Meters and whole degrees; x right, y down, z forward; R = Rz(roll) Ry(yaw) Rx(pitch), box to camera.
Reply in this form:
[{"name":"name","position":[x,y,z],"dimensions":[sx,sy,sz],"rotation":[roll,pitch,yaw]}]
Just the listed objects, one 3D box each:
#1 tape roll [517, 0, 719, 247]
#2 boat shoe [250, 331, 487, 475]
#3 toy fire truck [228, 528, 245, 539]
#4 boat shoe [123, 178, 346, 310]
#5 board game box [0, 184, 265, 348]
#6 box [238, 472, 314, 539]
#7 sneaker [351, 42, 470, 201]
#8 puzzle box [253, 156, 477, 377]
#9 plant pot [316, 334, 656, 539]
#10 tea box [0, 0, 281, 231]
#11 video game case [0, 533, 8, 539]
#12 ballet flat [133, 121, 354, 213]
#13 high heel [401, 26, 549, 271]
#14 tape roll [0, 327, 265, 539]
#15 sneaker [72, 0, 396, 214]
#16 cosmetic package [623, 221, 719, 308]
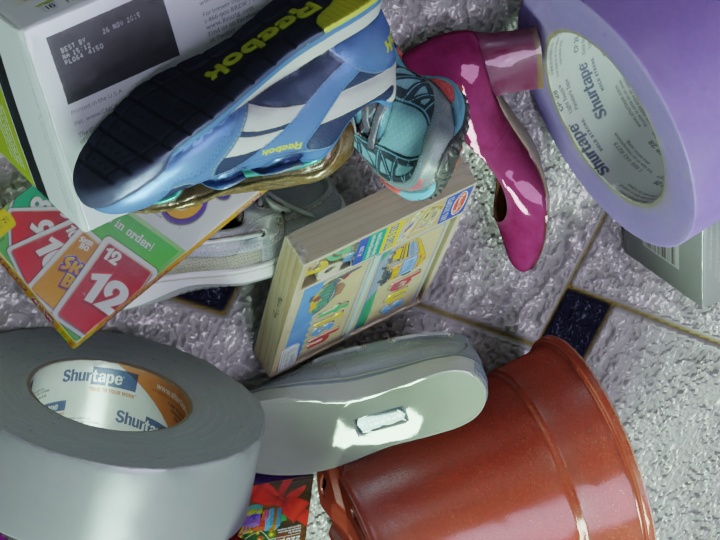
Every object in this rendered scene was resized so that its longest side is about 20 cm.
[{"name":"tape roll","position":[0.198,-0.122,1.483],"dimensions":[0.085,0.200,0.200],"rotation":[-31,127,-16]},{"name":"boat shoe","position":[-0.009,0.090,1.540],"dimensions":[0.200,0.072,0.070],"rotation":[-13,122,4]},{"name":"toy fire truck","position":[-0.080,0.230,1.438],"dimensions":[0.168,0.200,0.112],"rotation":[29,98,-37]},{"name":"boat shoe","position":[-0.104,-0.029,1.424],"dimensions":[0.201,0.074,0.065],"rotation":[-15,119,-15]},{"name":"board game box","position":[-0.135,-0.050,1.376],"dimensions":[0.200,0.030,0.096],"rotation":[-40,89,-19]},{"name":"box","position":[-0.134,0.210,1.548],"dimensions":[0.199,0.039,0.137],"rotation":[-7,118,-29]},{"name":"sneaker","position":[-0.008,-0.106,1.361],"dimensions":[0.095,0.200,0.080],"rotation":[11,110,-34]},{"name":"puzzle box","position":[0.000,0.000,1.460],"dimensions":[0.133,0.025,0.200],"rotation":[-27,163,-18]},{"name":"plant pot","position":[0.083,0.174,1.581],"dimensions":[0.195,0.201,0.201],"rotation":[-20,123,-14]},{"name":"tea box","position":[-0.127,-0.150,1.263],"dimensions":[0.199,0.197,0.134],"rotation":[-26,124,-18]},{"name":"video game case","position":[-0.251,0.295,1.484],"dimensions":[0.200,0.036,0.181],"rotation":[-45,119,7]},{"name":"ballet flat","position":[-0.094,-0.070,1.327],"dimensions":[0.072,0.199,0.068],"rotation":[15,68,-70]},{"name":"high heel","position":[0.081,-0.081,1.534],"dimensions":[0.096,0.067,0.201],"rotation":[-8,121,-4]},{"name":"tape roll","position":[-0.163,0.106,1.372],"dimensions":[0.200,0.200,0.066],"rotation":[-1,114,-32]},{"name":"sneaker","position":[-0.060,-0.079,1.170],"dimensions":[0.200,0.074,0.082],"rotation":[-33,128,-13]},{"name":"cosmetic package","position":[0.308,-0.054,1.650],"dimensions":[0.199,0.107,0.090],"rotation":[-22,125,-24]}]
